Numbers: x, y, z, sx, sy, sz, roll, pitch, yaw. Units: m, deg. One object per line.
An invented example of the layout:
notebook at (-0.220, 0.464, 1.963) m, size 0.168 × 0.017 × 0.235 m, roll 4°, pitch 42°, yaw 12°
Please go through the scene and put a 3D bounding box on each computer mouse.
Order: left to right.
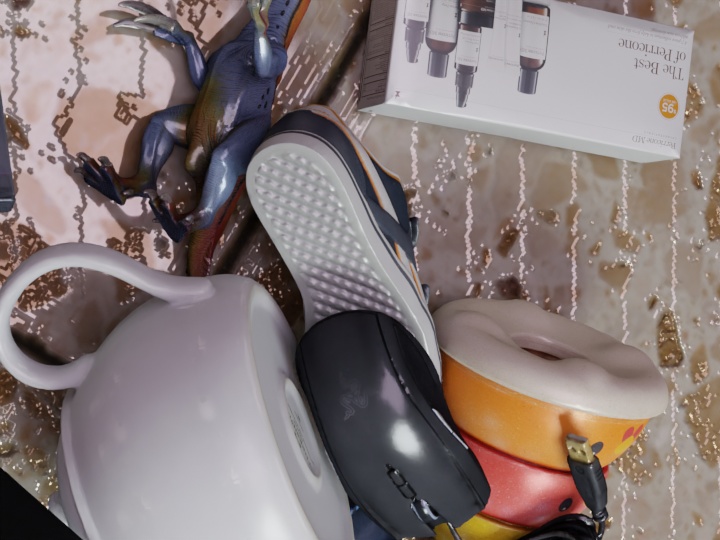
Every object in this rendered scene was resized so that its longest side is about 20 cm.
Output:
computer mouse at (0.053, 0.104, 0.938) m, size 0.139 × 0.046 × 0.201 m, roll -16°, pitch 115°, yaw 15°

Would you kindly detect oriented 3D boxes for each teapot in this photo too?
teapot at (-0.098, 0.102, 0.924) m, size 0.145 × 0.197 × 0.201 m, roll -18°, pitch 68°, yaw 7°

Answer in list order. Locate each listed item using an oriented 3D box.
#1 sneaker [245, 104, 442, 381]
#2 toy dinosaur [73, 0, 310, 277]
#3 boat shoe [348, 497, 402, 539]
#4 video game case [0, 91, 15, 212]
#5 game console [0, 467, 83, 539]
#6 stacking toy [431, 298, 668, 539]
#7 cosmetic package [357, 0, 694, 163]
sneaker at (0.000, 0.000, 0.976) m, size 0.078 × 0.080 × 0.201 m, roll -9°, pitch 117°, yaw 18°
toy dinosaur at (-0.078, -0.104, 0.991) m, size 0.182 × 0.105 × 0.201 m, roll -50°, pitch 145°, yaw -26°
boat shoe at (-0.029, 0.219, 0.999) m, size 0.084 × 0.069 × 0.201 m, roll 32°, pitch 79°, yaw -20°
video game case at (-0.258, -0.120, 0.887) m, size 0.142 × 0.019 × 0.201 m, roll -4°, pitch 68°, yaw -22°
game console at (-0.243, 0.132, 0.805) m, size 0.175 × 0.200 × 0.117 m, roll -21°, pitch 84°, yaw 16°
stacking toy at (0.086, 0.128, 1.031) m, size 0.145 × 0.146 × 0.201 m, roll 11°, pitch 105°, yaw -21°
cosmetic package at (0.102, -0.121, 1.054) m, size 0.199 × 0.051 × 0.083 m, roll 8°, pitch 89°, yaw -21°
